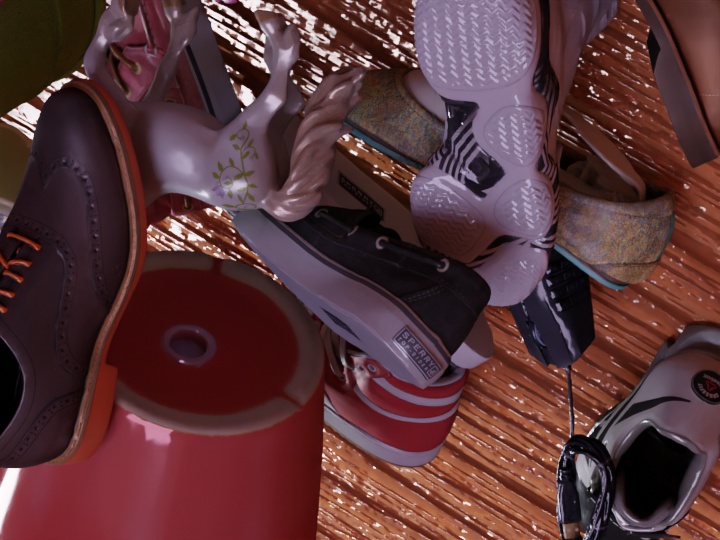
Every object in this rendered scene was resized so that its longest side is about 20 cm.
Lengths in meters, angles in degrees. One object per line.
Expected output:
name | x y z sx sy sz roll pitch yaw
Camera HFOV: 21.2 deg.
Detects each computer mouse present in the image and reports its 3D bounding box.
computer mouse | 0.104 0.061 1.054 0.059 0.034 0.201 -1 100 53

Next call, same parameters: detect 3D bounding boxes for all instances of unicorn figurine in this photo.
unicorn figurine | -0.095 -0.070 0.984 0.200 0.074 0.138 15 98 42

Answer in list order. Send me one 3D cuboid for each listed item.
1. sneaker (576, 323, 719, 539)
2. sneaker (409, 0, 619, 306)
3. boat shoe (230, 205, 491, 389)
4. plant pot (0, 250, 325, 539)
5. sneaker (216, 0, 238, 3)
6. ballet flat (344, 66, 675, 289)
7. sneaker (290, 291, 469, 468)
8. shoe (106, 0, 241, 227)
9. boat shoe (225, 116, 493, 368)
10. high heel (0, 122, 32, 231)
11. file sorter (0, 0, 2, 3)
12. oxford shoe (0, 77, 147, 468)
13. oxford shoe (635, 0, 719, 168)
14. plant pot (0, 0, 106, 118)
sneaker | 0.157 0.119 1.098 0.074 0.089 0.200 27 141 9
sneaker | 0.079 -0.083 0.930 0.075 0.115 0.201 16 134 23
boat shoe | 0.000 0.000 0.958 0.069 0.057 0.200 49 172 -32
plant pot | -0.107 0.099 1.091 0.200 0.201 0.178 27 132 11
sneaker | -0.024 -0.195 0.925 0.200 0.081 0.088 -13 122 42
ballet flat | 0.075 -0.066 1.001 0.200 0.071 0.071 32 141 7
sneaker | -0.026 0.038 1.163 0.199 0.071 0.113 26 144 1
shoe | -0.121 -0.108 1.060 0.091 0.072 0.201 -21 129 -3
boat shoe | -0.009 -0.007 1.080 0.068 0.072 0.200 -37 115 25
high heel | -0.252 -0.028 1.256 0.200 0.071 0.143 33 137 31
file sorter | -0.272 -0.147 0.913 0.126 0.200 0.139 55 150 -4
oxford shoe | -0.157 0.005 0.956 0.071 0.072 0.201 15 104 40
oxford shoe | 0.149 -0.146 0.874 0.071 0.071 0.200 -20 119 15
plant pot | -0.278 -0.135 1.082 0.200 0.193 0.201 20 138 19
